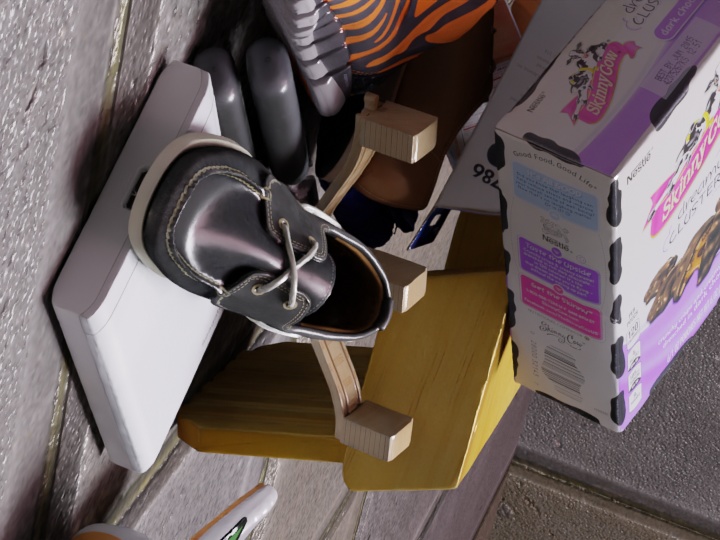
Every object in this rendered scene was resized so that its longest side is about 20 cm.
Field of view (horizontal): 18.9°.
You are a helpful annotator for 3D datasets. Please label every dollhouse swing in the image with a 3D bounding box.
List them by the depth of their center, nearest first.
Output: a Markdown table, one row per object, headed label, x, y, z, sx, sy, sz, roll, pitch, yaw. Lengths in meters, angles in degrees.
| label | x | y | z | sx | sy | sz | roll | pitch | yaw |
| --- | --- | --- | --- | --- | --- | --- | --- | --- | --- |
| dollhouse swing | 0.009 | 0.022 | 1.256 | 0.200 | 0.174 | 0.183 | -43 | 150 | -68 |

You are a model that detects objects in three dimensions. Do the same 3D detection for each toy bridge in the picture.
| label | x | y | z | sx | sy | sz | roll | pitch | yaw |
| --- | --- | --- | --- | --- | --- | --- | --- | --- | --- |
| toy bridge | 0.000 | 0.000 | 1.108 | 0.027 | 0.067 | 0.202 | -38 | 139 | -49 |

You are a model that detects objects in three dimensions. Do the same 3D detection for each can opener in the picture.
| label | x | y | z | sx | sy | sz | roll | pitch | yaw |
| --- | --- | --- | --- | --- | --- | --- | --- | --- | --- |
| can opener | -0.055 | -0.077 | 1.121 | 0.200 | 0.053 | 0.067 | 82 | -2 | -68 |

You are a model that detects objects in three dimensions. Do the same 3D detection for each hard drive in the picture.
| label | x | y | z | sx | sy | sz | roll | pitch | yaw |
| --- | --- | --- | --- | --- | --- | --- | --- | --- | --- |
| hard drive | -0.099 | 0.004 | 1.055 | 0.200 | 0.026 | 0.133 | 88 | 24 | -65 |

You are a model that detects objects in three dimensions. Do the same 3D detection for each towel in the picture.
| label | x | y | z | sx | sy | sz | roll | pitch | yaw |
| --- | --- | --- | --- | --- | --- | --- | --- | --- | --- |
| towel | 0.009 | -0.098 | 1.263 | 0.200 | 0.049 | 0.149 | 62 | 31 | -80 |

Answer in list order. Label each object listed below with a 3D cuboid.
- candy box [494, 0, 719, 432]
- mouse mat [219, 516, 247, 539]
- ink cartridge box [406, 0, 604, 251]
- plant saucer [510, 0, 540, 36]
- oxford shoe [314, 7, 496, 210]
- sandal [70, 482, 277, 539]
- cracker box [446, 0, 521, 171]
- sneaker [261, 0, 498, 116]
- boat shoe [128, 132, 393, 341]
| label | x | y | z | sx | sy | sz | roll | pitch | yaw |
| --- | --- | --- | --- | --- | --- | --- | --- | --- | --- |
| candy box | 0.147 | -0.045 | 1.123 | 0.168 | 0.071 | 0.201 | -49 | 149 | -29 |
| mouse mat | -0.127 | 0.201 | 1.078 | 0.161 | 0.008 | 0.200 | -42 | 172 | -26 |
| ink cartridge box | 0.092 | -0.092 | 1.153 | 0.201 | 0.039 | 0.099 | -61 | 174 | 9 |
| plant saucer | 0.135 | -0.082 | 1.333 | 0.200 | 0.037 | 0.202 | 156 | -90 | -89 |
| oxford shoe | 0.045 | -0.126 | 1.146 | 0.202 | 0.071 | 0.071 | -67 | -163 | -5 |
| sandal | -0.124 | 0.157 | 1.116 | 0.206 | 0.059 | 0.079 | -38 | 170 | -49 |
| cracker box | 0.059 | -0.138 | 1.309 | 0.200 | 0.057 | 0.135 | 70 | -1 | -69 |
| sneaker | 0.004 | -0.154 | 1.011 | 0.111 | 0.078 | 0.200 | -29 | 162 | -3 |
| boat shoe | -0.043 | -0.011 | 1.005 | 0.072 | 0.067 | 0.200 | -64 | 154 | -5 |
